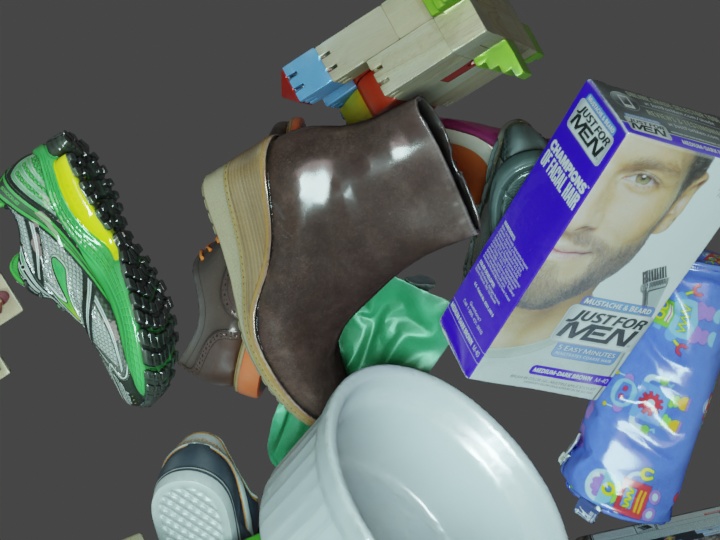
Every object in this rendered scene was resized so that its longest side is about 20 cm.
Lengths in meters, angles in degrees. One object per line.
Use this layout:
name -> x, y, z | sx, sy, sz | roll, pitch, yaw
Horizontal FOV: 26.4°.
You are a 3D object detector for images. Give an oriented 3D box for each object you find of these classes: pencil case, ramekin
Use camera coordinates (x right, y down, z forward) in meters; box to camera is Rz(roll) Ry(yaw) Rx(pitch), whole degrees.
pencil case -> 0.201, 0.078, 1.065 | 0.087, 0.078, 0.201 | 18, 96, 9
ramekin -> 0.031, 0.169, 0.981 | 0.200, 0.200, 0.098 | 44, 121, -1

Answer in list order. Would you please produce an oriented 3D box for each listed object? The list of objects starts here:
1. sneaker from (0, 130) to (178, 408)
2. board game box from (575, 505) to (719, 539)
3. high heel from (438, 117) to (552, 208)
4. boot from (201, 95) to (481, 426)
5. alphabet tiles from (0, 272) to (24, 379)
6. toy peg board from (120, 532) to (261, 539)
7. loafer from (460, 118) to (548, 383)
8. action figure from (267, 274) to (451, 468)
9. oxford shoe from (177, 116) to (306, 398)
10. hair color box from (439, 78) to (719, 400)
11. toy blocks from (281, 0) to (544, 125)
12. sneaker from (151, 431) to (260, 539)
sneaker -> -0.194, 0.007, 1.088 | 0.085, 0.078, 0.201 | -28, 84, 12
board game box -> 0.238, 0.230, 1.014 | 0.159, 0.200, 0.097 | -14, 94, 4
high heel -> 0.132, -0.075, 1.082 | 0.199, 0.096, 0.068 | 27, 137, 13
boot -> 0.000, 0.000, 0.986 | 0.166, 0.072, 0.201 | -15, 106, 22
alphabet tiles -> -0.351, 0.016, 1.124 | 0.166, 0.006, 0.200 | -32, 92, 5
toy peg board -> -0.070, 0.291, 1.002 | 0.097, 0.200, 0.200 | -19, 132, -17
loafer -> 0.105, -0.011, 1.046 | 0.072, 0.063, 0.201 | -2, 132, -10
action figure -> -0.013, 0.087, 1.082 | 0.118, 0.055, 0.201 | 29, 107, 14
oxford shoe -> -0.082, -0.014, 1.077 | 0.072, 0.071, 0.201 | 14, 96, 7
hair color box -> 0.147, -0.014, 0.970 | 0.109, 0.065, 0.200 | 11, 123, -29
toy blocks -> 0.032, -0.137, 1.011 | 0.136, 0.200, 0.100 | -31, 83, 18
sneaker -> -0.106, 0.208, 1.098 | 0.078, 0.080, 0.201 | 4, 120, 4
